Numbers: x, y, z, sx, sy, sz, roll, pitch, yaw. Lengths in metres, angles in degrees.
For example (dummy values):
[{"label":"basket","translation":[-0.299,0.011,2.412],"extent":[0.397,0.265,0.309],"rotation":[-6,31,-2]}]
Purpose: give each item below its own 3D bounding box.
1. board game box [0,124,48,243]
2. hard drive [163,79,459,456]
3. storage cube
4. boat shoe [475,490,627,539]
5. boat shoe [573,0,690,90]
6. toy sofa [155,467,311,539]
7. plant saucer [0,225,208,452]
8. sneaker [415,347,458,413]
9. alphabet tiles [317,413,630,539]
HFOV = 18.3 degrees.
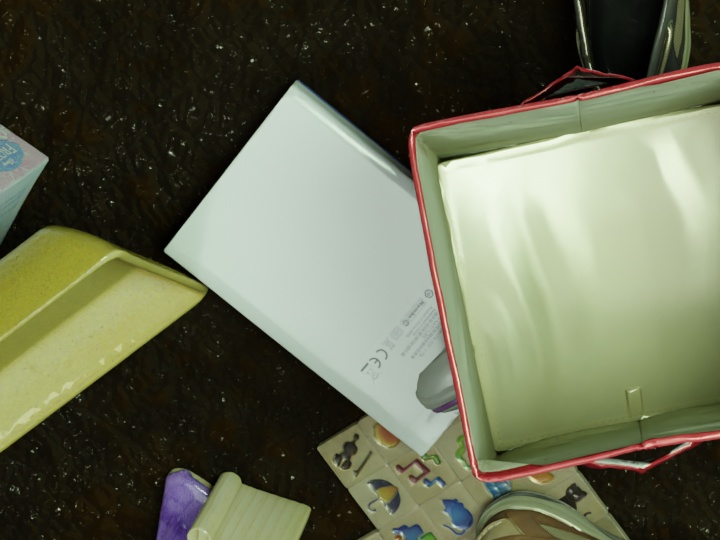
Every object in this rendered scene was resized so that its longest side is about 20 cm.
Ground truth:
[{"label":"board game box","translation":[-0.281,0.026,1.322],"extent":[0.043,0.200,0.199],"rotation":[35,114,3]},{"label":"hard drive","translation":[0.000,0.000,1.336],"extent":[0.200,0.025,0.132],"rotation":[39,109,-4]},{"label":"storage cube","translation":[0.129,0.001,1.149],"extent":[0.170,0.180,0.201],"rotation":[-11,87,6]},{"label":"boat shoe","translation":[0.159,0.202,1.350],"extent":[0.199,0.072,0.076],"rotation":[19,114,5]},{"label":"boat shoe","translation":[0.147,-0.179,1.212],"extent":[0.074,0.073,0.201],"rotation":[-5,110,15]},{"label":"toy sofa","translation":[-0.106,0.232,1.425],"extent":[0.097,0.083,0.201],"rotation":[19,114,4]},{"label":"plant saucer","translation":[-0.201,0.042,1.300],"extent":[0.200,0.200,0.049],"rotation":[-37,78,5]},{"label":"sneaker","translation":[0.097,-0.004,1.285],"extent":[0.200,0.075,0.100],"rotation":[-45,76,3]},{"label":"alphabet tiles","translation":[0.069,0.164,1.400],"extent":[0.167,0.008,0.200],"rotation":[-33,100,22]}]
